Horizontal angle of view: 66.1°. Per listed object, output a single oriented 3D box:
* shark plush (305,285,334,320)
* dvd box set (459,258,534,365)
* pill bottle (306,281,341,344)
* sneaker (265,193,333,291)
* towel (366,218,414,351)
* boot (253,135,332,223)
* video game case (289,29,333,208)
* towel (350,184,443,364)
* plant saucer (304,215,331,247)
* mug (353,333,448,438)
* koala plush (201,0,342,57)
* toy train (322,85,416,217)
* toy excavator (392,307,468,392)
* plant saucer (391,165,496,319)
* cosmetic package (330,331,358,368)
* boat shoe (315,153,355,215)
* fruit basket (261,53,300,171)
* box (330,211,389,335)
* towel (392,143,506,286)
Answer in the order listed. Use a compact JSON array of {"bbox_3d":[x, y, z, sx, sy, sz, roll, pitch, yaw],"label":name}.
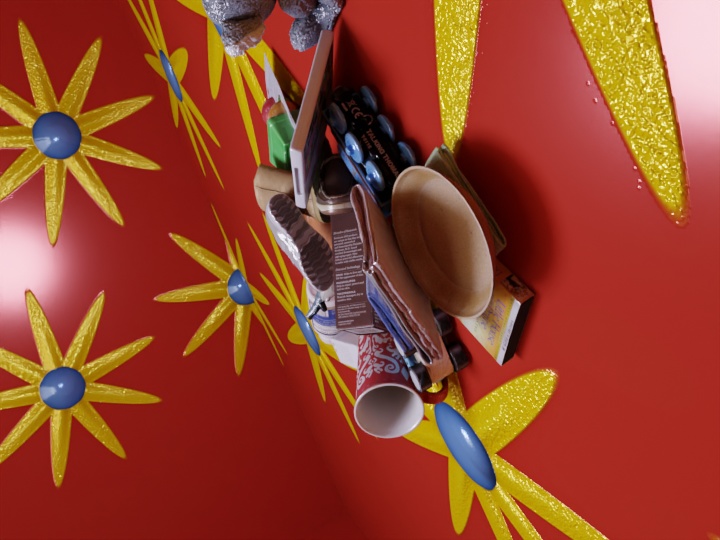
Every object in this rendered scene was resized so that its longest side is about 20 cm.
[{"bbox_3d":[-0.062,0.015,1.203,0.083,0.088,0.207,41,121,50],"label":"shark plush"},{"bbox_3d":[0.158,0.020,0.799,0.201,0.029,0.149,51,156,33],"label":"dvd box set"},{"bbox_3d":[-0.075,0.096,1.385,0.112,0.109,0.203,49,157,32],"label":"pill bottle"},{"bbox_3d":[-0.115,-0.052,1.067,0.204,0.074,0.081,60,156,-7],"label":"sneaker"},{"bbox_3d":[0.047,0.007,0.872,0.148,0.023,0.204,55,-154,-39],"label":"towel"},{"bbox_3d":[-0.137,-0.183,1.060,0.196,0.065,0.182,18,121,41],"label":"boot"},{"bbox_3d":[-0.074,-0.229,0.865,0.183,0.022,0.207,101,-179,-72],"label":"video game case"},{"bbox_3d":[0.049,0.003,0.773,0.202,0.031,0.194,55,-163,-34],"label":"towel"},{"bbox_3d":[-0.054,-0.100,1.079,0.196,0.037,0.209,10,105,42],"label":"plant saucer"},{"bbox_3d":[0.067,0.206,1.080,0.136,0.172,0.203,-59,18,29],"label":"mug"},{"bbox_3d":[-0.134,-0.399,0.759,0.182,0.196,0.183,65,160,-9],"label":"koala plush"},{"bbox_3d":[0.013,-0.181,0.839,0.203,0.085,0.115,57,166,14],"label":"toy train"},{"bbox_3d":[0.090,0.104,1.013,0.200,0.097,0.200,65,169,-4],"label":"toy excavator"},{"bbox_3d":[0.109,-0.039,0.702,0.201,0.035,0.204,48,152,35],"label":"plant saucer"},{"bbox_3d":[0.010,0.172,1.283,0.076,0.100,0.199,63,162,-9],"label":"cosmetic package"},{"bbox_3d":[-0.043,-0.150,0.909,0.203,0.072,0.078,-106,7,-69],"label":"boat shoe"},{"bbox_3d":[-0.156,-0.308,1.143,0.187,0.090,0.205,101,153,-61],"label":"fruit basket"},{"bbox_3d":[0.000,0.000,0.932,0.100,0.072,0.208,29,-123,-67],"label":"box"},{"bbox_3d":[0.113,-0.053,0.755,0.156,0.023,0.201,60,156,15],"label":"towel"}]
